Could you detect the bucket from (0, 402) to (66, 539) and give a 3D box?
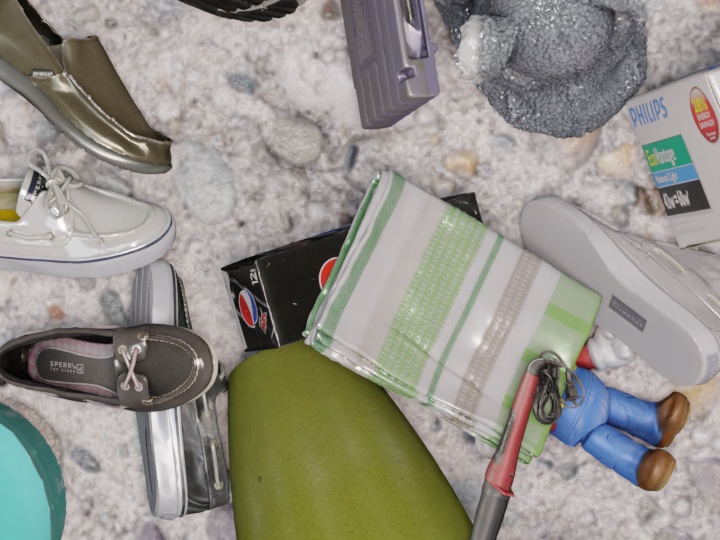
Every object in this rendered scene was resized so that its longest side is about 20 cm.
[{"bbox_3d":[-0.322,0.189,1.717,0.205,0.135,0.209,0,93,1],"label":"bucket"}]

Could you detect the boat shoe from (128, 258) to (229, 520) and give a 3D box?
[{"bbox_3d":[-0.138,0.091,1.745,0.070,0.072,0.202,-5,92,-20],"label":"boat shoe"}]

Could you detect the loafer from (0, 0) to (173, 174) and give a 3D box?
[{"bbox_3d":[-0.219,-0.147,1.722,0.199,0.075,0.070,37,99,0],"label":"loafer"}]

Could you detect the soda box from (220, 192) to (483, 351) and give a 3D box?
[{"bbox_3d":[0.000,0.000,1.683,0.199,0.063,0.071,-18,94,-29],"label":"soda box"}]

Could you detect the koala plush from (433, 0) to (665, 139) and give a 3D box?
[{"bbox_3d":[0.142,-0.186,1.643,0.176,0.200,0.185,-19,93,3],"label":"koala plush"}]

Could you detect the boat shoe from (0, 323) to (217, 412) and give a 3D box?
[{"bbox_3d":[-0.196,0.074,1.694,0.199,0.057,0.068,0,94,39],"label":"boat shoe"}]

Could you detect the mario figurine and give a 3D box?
[{"bbox_3d":[0.153,0.094,1.703,0.198,0.124,0.107,22,113,-4],"label":"mario figurine"}]

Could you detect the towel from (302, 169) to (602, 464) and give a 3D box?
[{"bbox_3d":[0.072,0.032,1.645,0.199,0.031,0.150,29,72,-11],"label":"towel"}]

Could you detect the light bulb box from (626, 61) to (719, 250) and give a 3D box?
[{"bbox_3d":[0.326,-0.109,1.624,0.198,0.198,0.126,-21,92,-10],"label":"light bulb box"}]

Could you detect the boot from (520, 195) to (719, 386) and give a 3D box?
[{"bbox_3d":[0.219,0.004,1.723,0.200,0.095,0.074,44,137,22],"label":"boot"}]

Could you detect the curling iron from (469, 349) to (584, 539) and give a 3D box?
[{"bbox_3d":[0.110,0.154,1.617,0.049,0.026,0.202,24,84,-13],"label":"curling iron"}]

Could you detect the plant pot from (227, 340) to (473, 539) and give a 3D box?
[{"bbox_3d":[-0.026,0.157,1.696,0.186,0.187,0.201,-23,74,4],"label":"plant pot"}]

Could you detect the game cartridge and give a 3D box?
[{"bbox_3d":[0.015,-0.215,1.674,0.038,0.130,0.202,-8,85,-13],"label":"game cartridge"}]

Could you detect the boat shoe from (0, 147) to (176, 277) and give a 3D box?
[{"bbox_3d":[-0.243,-0.051,1.719,0.200,0.075,0.087,3,133,7],"label":"boat shoe"}]

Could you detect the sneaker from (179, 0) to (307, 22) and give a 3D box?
[{"bbox_3d":[-0.066,-0.245,1.686,0.199,0.078,0.091,-10,75,38],"label":"sneaker"}]
